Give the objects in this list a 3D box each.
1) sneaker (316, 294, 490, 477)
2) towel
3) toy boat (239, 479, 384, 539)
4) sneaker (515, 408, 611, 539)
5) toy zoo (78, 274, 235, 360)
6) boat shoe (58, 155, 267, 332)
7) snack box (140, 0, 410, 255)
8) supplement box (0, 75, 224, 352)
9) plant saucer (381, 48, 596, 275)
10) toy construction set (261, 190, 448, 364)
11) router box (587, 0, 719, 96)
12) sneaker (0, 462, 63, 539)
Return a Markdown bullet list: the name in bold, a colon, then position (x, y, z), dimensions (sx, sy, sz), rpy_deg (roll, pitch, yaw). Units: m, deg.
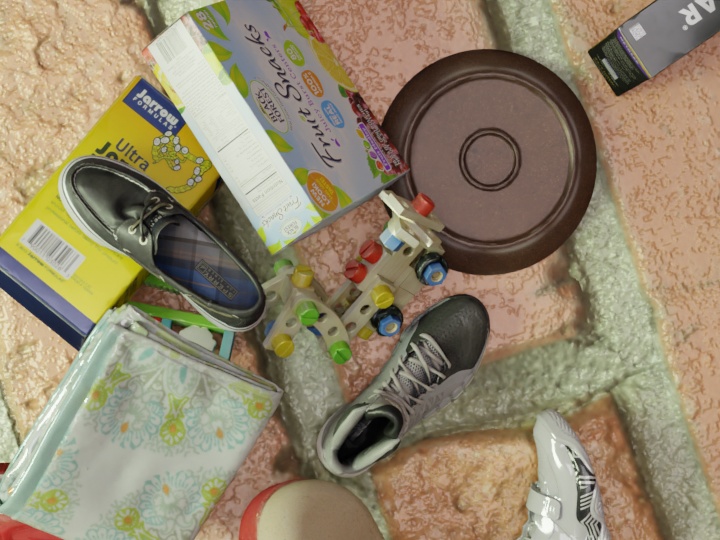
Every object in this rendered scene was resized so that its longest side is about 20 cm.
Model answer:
- **sneaker**: position (0.043, 0.105, 1.446), dimensions (0.075, 0.115, 0.200), rpy_deg (41, 89, -1)
- **towel**: position (-0.179, 0.143, 1.379), dimensions (0.171, 0.048, 0.201), rpy_deg (29, 99, -28)
- **toy boat**: position (-0.045, 0.277, 1.444), dimensions (0.130, 0.131, 0.201), rpy_deg (-16, 108, 36)
- **sneaker**: position (0.155, 0.228, 1.469), dimensions (0.114, 0.075, 0.201), rpy_deg (-15, 94, -4)
- **toy zoo**: position (-0.182, 0.094, 1.462), dimensions (0.130, 0.020, 0.201), rpy_deg (12, 74, -1)
- **boat shoe**: position (-0.155, -0.024, 1.340), dimensions (0.200, 0.066, 0.070), rpy_deg (42, 75, -2)
- **snack box**: position (-0.068, -0.131, 1.414), dimensions (0.068, 0.168, 0.201), rpy_deg (-35, 88, 32)
- **supplement box**: position (-0.211, -0.045, 1.424), dimensions (0.109, 0.109, 0.200), rpy_deg (38, 76, -2)
- **plant saucer**: position (0.112, -0.096, 1.490), dimensions (0.199, 0.034, 0.202), rpy_deg (0, 91, -1)
- **toy construction set**: position (0.000, 0.000, 1.434), dimensions (0.131, 0.093, 0.200), rpy_deg (29, 124, -36)
- **router box**: position (0.298, -0.230, 1.432), dimensions (0.199, 0.157, 0.052), rpy_deg (-35, 91, -2)
- **sneaker**: position (-0.246, 0.232, 1.476), dimensions (0.198, 0.078, 0.116), rpy_deg (8, 115, -10)
